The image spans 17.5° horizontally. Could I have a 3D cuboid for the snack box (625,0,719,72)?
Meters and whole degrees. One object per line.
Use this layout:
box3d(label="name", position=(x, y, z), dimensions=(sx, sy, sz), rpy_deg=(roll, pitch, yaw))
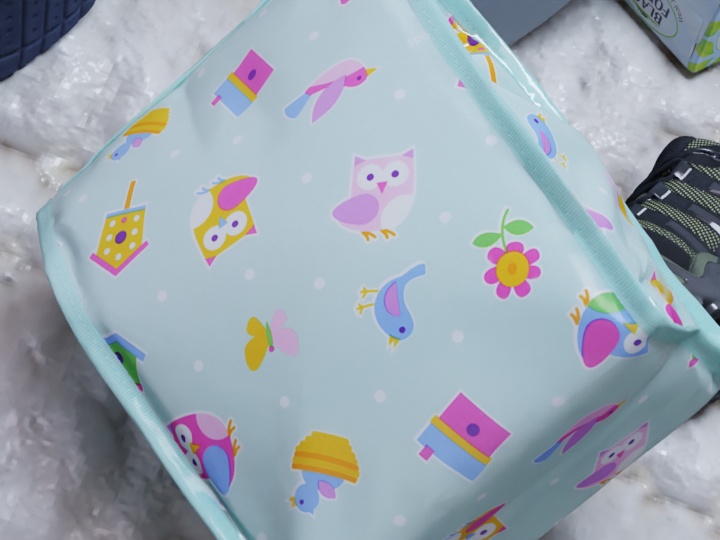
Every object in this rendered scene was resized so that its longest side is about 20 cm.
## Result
box3d(label="snack box", position=(0.142, -0.193, 1.040), dimensions=(0.142, 0.053, 0.200), rpy_deg=(-26, 63, -27))

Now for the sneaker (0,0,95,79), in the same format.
box3d(label="sneaker", position=(-0.183, -0.107, 0.883), dimensions=(0.199, 0.074, 0.082), rpy_deg=(-24, 61, -29))

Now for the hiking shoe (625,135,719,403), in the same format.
box3d(label="hiking shoe", position=(0.117, -0.001, 0.889), dimensions=(0.199, 0.076, 0.101), rpy_deg=(0, 45, -25))

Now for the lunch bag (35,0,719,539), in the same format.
box3d(label="lunch bag", position=(0.000, 0.000, 0.777), dimensions=(0.170, 0.122, 0.200), rpy_deg=(-41, 65, 12))

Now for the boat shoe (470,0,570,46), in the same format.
box3d(label="boat shoe", position=(0.066, -0.153, 0.950), dimensions=(0.199, 0.074, 0.068), rpy_deg=(-38, 60, 2))
